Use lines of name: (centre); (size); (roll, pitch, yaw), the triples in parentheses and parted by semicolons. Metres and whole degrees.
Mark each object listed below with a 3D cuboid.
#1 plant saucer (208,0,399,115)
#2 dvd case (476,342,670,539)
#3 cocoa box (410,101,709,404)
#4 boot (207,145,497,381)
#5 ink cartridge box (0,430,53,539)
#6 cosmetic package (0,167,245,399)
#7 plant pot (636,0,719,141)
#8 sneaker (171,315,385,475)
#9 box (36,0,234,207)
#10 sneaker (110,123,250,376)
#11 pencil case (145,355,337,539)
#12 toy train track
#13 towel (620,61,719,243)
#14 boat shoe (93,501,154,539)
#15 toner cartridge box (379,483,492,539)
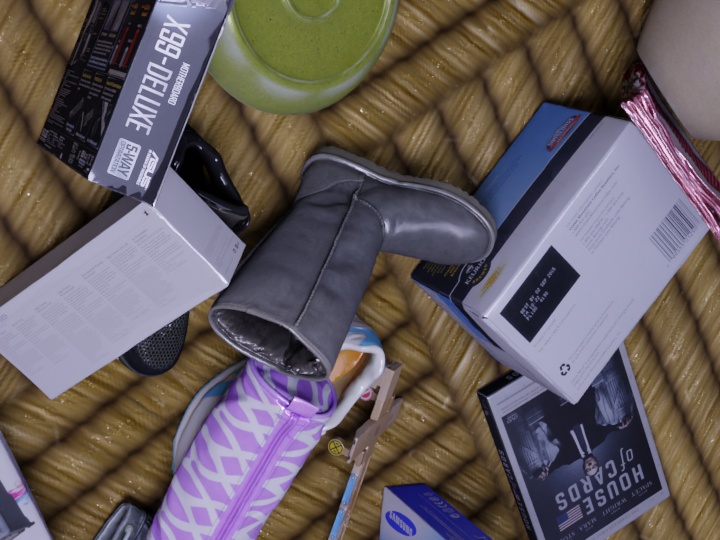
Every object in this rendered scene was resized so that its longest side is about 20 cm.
plant saucer: (-0.042, -0.217, 1.018); (0.198, 0.031, 0.203); (-11, 109, -33)
dvd case: (0.202, 0.163, 1.249); (0.149, 0.025, 0.202); (-28, 112, -16)
cocoa box: (0.167, -0.019, 1.126); (0.133, 0.131, 0.201); (42, 83, -29)
boot: (0.001, 0.002, 1.003); (0.179, 0.201, 0.073); (17, 128, 5)
ink cartridge box: (-0.318, 0.166, 0.967); (0.146, 0.085, 0.202); (-28, 111, -17)
cosmetic package: (-0.179, 0.011, 0.945); (0.199, 0.051, 0.083); (-30, 116, 32)
plant pot: (0.316, -0.188, 1.143); (0.134, 0.201, 0.201); (-33, 118, 18)
sneaker: (-0.068, 0.109, 1.074); (0.200, 0.081, 0.077); (-41, 117, -7)
box: (-0.155, -0.139, 0.906); (0.049, 0.200, 0.160); (21, 92, -25)
sneaker: (-0.140, -0.009, 0.992); (0.075, 0.114, 0.202); (0, 105, -35)
pencil case: (-0.092, 0.153, 1.009); (0.083, 0.086, 0.202); (24, 111, -11)
toy train track: (-0.012, 0.166, 1.131); (0.032, 0.115, 0.202); (22, 107, 15)
towel: (0.264, -0.101, 1.107); (0.023, 0.200, 0.145); (-35, 96, 18)
boat shoe: (-0.227, 0.269, 1.052); (0.071, 0.072, 0.201); (44, 71, -19)
toner cartridge box: (0.074, 0.258, 1.111); (0.043, 0.200, 0.097); (0, 102, -24)
